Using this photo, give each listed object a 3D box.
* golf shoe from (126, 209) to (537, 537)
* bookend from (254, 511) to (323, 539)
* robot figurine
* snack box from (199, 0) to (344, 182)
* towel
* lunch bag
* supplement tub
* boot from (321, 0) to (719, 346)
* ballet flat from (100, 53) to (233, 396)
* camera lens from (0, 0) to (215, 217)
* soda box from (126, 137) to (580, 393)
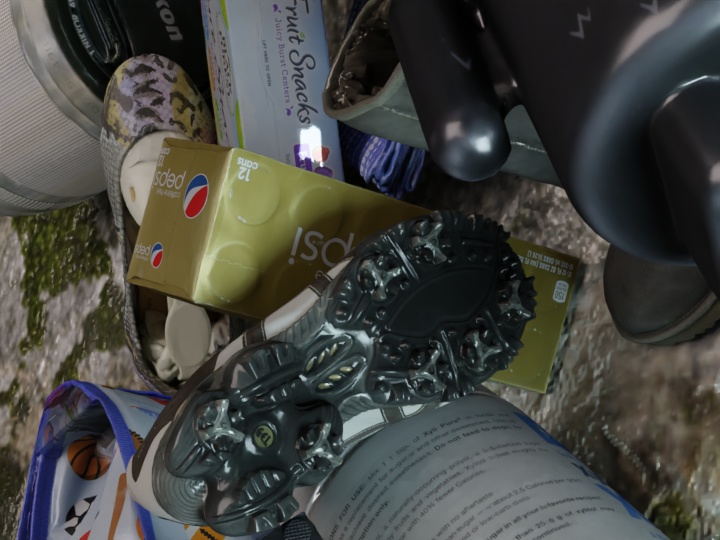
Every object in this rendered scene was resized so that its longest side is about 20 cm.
[{"bbox_3d":[-0.015,0.037,0.751,0.094,0.199,0.078,-20,98,55],"label":"golf shoe"},{"bbox_3d":[-0.003,0.232,0.713,0.200,0.092,0.199,53,162,27],"label":"bookend"},{"bbox_3d":[0.100,-0.085,0.560,0.125,0.149,0.201,-63,35,40],"label":"robot figurine"},{"bbox_3d":[-0.049,-0.109,0.947,0.142,0.053,0.202,-147,49,-77],"label":"snack box"},{"bbox_3d":[0.014,-0.121,0.931,0.200,0.024,0.146,-133,59,-72],"label":"towel"},{"bbox_3d":[-0.068,0.154,0.886,0.124,0.169,0.201,-39,51,33],"label":"lunch bag"},{"bbox_3d":[0.066,0.143,0.753,0.200,0.131,0.133,42,110,49],"label":"supplement tub"},{"bbox_3d":[0.078,-0.044,0.731,0.182,0.199,0.073,-59,36,41],"label":"boot"},{"bbox_3d":[-0.102,-0.017,1.022,0.072,0.072,0.202,19,119,52],"label":"ballet flat"},{"bbox_3d":[-0.177,-0.128,1.125,0.199,0.159,0.161,-21,62,46],"label":"camera lens"},{"bbox_3d":[0.000,0.000,0.827,0.064,0.199,0.068,13,88,56],"label":"soda box"}]
